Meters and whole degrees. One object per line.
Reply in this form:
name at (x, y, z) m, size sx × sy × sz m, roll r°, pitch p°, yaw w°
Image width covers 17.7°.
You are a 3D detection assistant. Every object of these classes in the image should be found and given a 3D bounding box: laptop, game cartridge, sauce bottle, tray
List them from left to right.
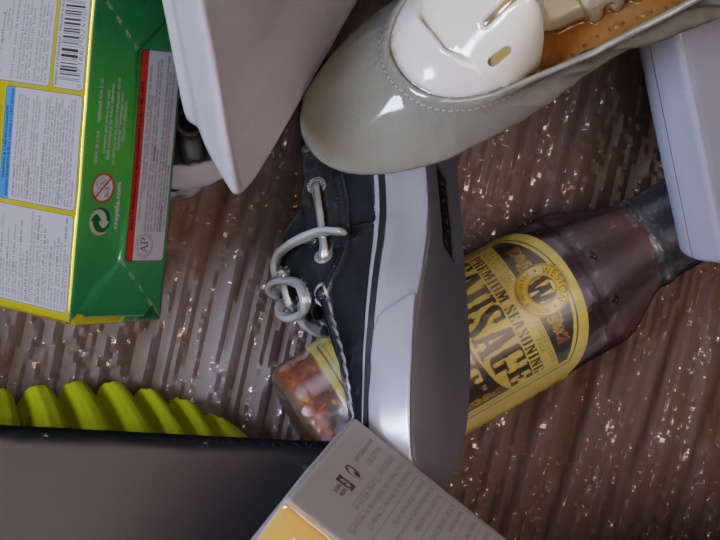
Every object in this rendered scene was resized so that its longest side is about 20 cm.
laptop at (-0.101, 0.159, 0.889) m, size 0.187 × 0.116 × 0.201 m, roll 4°, pitch 89°, yaw -11°
tray at (-0.035, -0.113, 0.803) m, size 0.022 × 0.200 × 0.108 m, roll -2°, pitch 116°, yaw 14°
sauce bottle at (0.063, 0.017, 0.924) m, size 0.200 × 0.066 × 0.066 m, roll -32°, pitch 100°, yaw -7°
game cartridge at (0.191, -0.087, 0.910) m, size 0.200 × 0.040 × 0.134 m, roll -28°, pitch 112°, yaw -30°

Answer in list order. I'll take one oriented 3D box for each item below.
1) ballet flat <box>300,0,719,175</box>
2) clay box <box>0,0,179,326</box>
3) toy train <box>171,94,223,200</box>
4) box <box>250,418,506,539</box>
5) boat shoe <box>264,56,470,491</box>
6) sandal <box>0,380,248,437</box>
ballet flat at (0.067, -0.098, 0.796) m, size 0.200 × 0.064 × 0.067 m, roll -24°, pitch 65°, yaw -7°
clay box at (-0.150, -0.053, 0.836) m, size 0.048 × 0.200 × 0.115 m, roll -2°, pitch 100°, yaw -47°
toy train at (-0.080, -0.124, 0.858) m, size 0.085 × 0.114 × 0.201 m, roll -7°, pitch 96°, yaw -10°
box at (0.028, 0.168, 0.767) m, size 0.200 × 0.097 × 0.124 m, roll 39°, pitch 108°, yaw 3°
boat shoe at (-0.001, -0.002, 0.868) m, size 0.068 × 0.074 × 0.200 m, roll -10°, pitch 62°, yaw 15°
sandal at (-0.130, 0.092, 0.895) m, size 0.199 × 0.080 × 0.087 m, roll 4°, pitch 111°, yaw -9°
